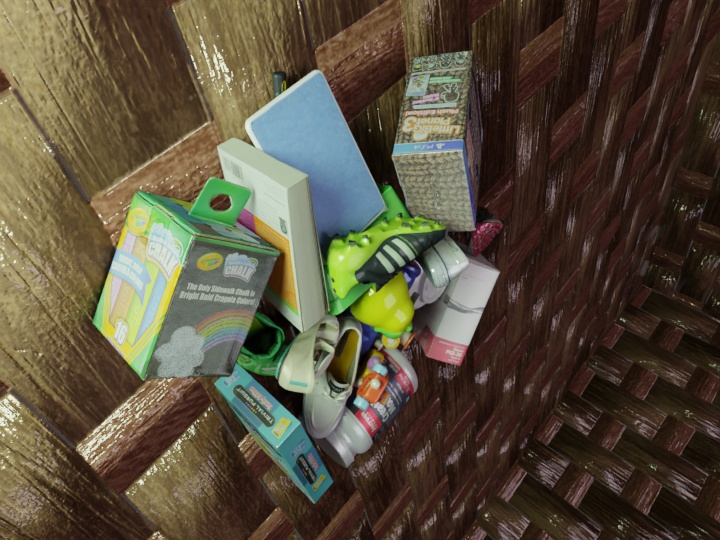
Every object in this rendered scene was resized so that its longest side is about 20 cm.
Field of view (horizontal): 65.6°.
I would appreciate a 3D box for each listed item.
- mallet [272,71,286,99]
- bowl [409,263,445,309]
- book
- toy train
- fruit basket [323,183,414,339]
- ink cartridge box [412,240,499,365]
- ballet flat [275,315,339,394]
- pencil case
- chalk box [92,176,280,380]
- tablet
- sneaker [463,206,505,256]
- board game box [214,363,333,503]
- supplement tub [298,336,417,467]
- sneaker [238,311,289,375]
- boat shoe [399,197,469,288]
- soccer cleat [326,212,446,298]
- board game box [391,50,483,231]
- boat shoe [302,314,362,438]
[{"bbox_3d":[-0.100,-0.134,0.691,0.066,0.040,0.205,-49,144,-47],"label":"mallet"},{"bbox_3d":[0.106,-0.001,1.020,0.199,0.093,0.205,-32,136,-36],"label":"bowl"},{"bbox_3d":[-0.106,-0.041,0.670,0.048,0.132,0.204,-35,140,-31],"label":"book"},{"bbox_3d":[0.049,0.139,0.892,0.203,0.055,0.150,-59,-173,-21],"label":"toy train"},{"bbox_3d":[0.000,0.000,0.819,0.212,0.153,0.223,-15,113,-40],"label":"fruit basket"},{"bbox_3d":[0.180,0.057,1.101,0.081,0.147,0.205,17,106,-15],"label":"ink cartridge box"},{"bbox_3d":[-0.064,0.102,0.814,0.202,0.067,0.071,-69,166,-54],"label":"ballet flat"},{"bbox_3d":[0.017,0.052,0.928,0.202,0.086,0.078,-55,177,11],"label":"pencil case"},{"bbox_3d":[-0.182,-0.004,0.606,0.123,0.122,0.205,12,104,-54],"label":"chalk box"},{"bbox_3d":[-0.048,-0.124,0.691,0.130,0.013,0.203,-44,120,-27],"label":"tablet"},{"bbox_3d":[0.224,-0.081,1.072,0.081,0.074,0.200,-51,171,15],"label":"sneaker"},{"bbox_3d":[-0.126,0.247,0.837,0.047,0.149,0.203,-42,142,-22],"label":"board game box"},{"bbox_3d":[-0.002,0.230,1.002,0.200,0.139,0.142,-45,144,-22],"label":"supplement tub"},{"bbox_3d":[-0.141,0.105,0.773,0.075,0.083,0.201,-52,146,-13],"label":"sneaker"},{"bbox_3d":[0.108,-0.052,0.886,0.065,0.202,0.075,-22,139,-4],"label":"boat shoe"},{"bbox_3d":[0.036,-0.022,0.738,0.196,0.067,0.083,-18,121,-36],"label":"soccer cleat"},{"bbox_3d":[0.121,-0.188,0.824,0.161,0.094,0.205,64,31,-52],"label":"board game box"},{"bbox_3d":[-0.041,0.173,0.870,0.070,0.069,0.205,-130,-121,-78],"label":"boat shoe"}]
